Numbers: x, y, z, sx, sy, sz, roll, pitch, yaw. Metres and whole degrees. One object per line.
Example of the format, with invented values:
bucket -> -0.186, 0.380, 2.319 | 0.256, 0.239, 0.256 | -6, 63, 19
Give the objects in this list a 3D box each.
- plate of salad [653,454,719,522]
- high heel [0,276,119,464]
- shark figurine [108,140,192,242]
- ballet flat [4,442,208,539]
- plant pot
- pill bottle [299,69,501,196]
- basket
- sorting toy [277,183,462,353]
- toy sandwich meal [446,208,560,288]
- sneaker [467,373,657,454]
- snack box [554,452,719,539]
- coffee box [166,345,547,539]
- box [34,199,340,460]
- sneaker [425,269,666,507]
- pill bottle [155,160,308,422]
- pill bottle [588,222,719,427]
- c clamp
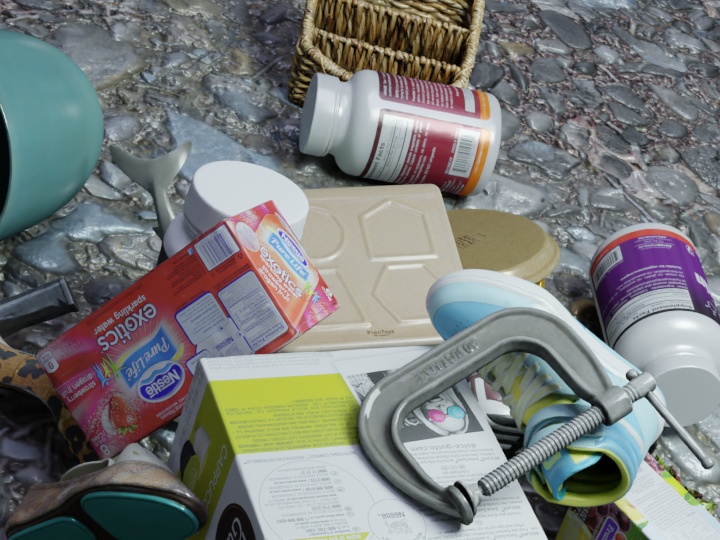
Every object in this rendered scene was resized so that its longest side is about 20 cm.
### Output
plate of salad -> 0.249, 0.186, 1.207 | 0.048, 0.200, 0.200 | -43, 62, -10
high heel -> -0.273, 0.114, 1.194 | 0.142, 0.072, 0.201 | -21, 65, -4
shark figurine -> -0.156, -0.012, 1.345 | 0.089, 0.214, 0.129 | -8, 53, 34
ballet flat -> -0.176, 0.158, 1.057 | 0.068, 0.199, 0.067 | 50, 42, -30
plant pot -> -0.327, -0.124, 1.344 | 0.200, 0.201, 0.161 | 35, 29, 21
pill bottle -> 0.041, -0.149, 1.591 | 0.199, 0.113, 0.113 | 10, 37, -12
basket -> 0.027, -0.247, 1.680 | 0.199, 0.150, 0.143 | 16, 37, -5
sorting toy -> 0.000, 0.000, 1.344 | 0.184, 0.037, 0.201 | -3, 48, -14
toy sandwich meal -> 0.101, 0.007, 1.444 | 0.204, 0.071, 0.205 | -4, 25, 2
sneaker -> 0.171, 0.106, 1.315 | 0.199, 0.076, 0.116 | 16, 46, -32
snack box -> 0.228, 0.258, 1.107 | 0.067, 0.169, 0.200 | -22, 51, -34
coffee box -> -0.019, 0.194, 1.058 | 0.199, 0.200, 0.198 | -1, 41, -25
box -> -0.129, 0.045, 1.120 | 0.100, 0.199, 0.095 | 57, 22, 1
sneaker -> 0.122, 0.086, 1.056 | 0.199, 0.080, 0.131 | 32, 36, 1
pill bottle -> -0.115, 0.019, 1.231 | 0.113, 0.201, 0.114 | 14, 30, -9
pill bottle -> 0.288, 0.053, 1.441 | 0.112, 0.113, 0.201 | 10, 38, -11
c clamp -> 0.106, 0.101, 0.995 | 0.199, 0.027, 0.171 | -25, 59, -15
